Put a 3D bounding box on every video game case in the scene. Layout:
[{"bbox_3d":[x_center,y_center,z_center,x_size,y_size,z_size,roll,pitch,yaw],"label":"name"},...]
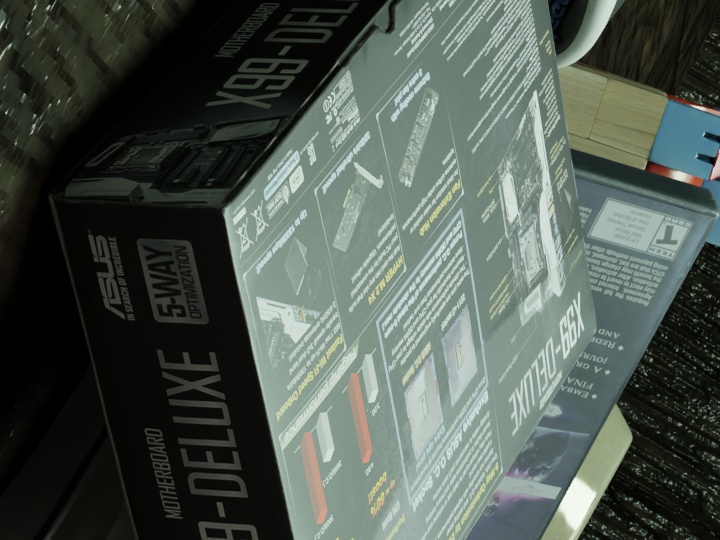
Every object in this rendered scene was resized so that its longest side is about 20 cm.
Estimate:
[{"bbox_3d":[0.022,0.036,1.076,0.019,0.142,0.201,-101,-149,-54],"label":"video game case"}]

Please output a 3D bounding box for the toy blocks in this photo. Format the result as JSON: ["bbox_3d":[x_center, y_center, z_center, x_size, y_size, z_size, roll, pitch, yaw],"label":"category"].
[{"bbox_3d":[0.112,-0.052,1.259,0.200,0.136,0.101,-48,156,-83],"label":"toy blocks"}]

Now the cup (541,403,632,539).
[{"bbox_3d":[0.024,0.075,1.212,0.201,0.143,0.200,-60,174,-10],"label":"cup"}]

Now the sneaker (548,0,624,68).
[{"bbox_3d":[0.109,-0.177,1.145,0.200,0.073,0.112,-56,-178,43],"label":"sneaker"}]

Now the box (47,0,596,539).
[{"bbox_3d":[0.000,0.000,0.802,0.200,0.049,0.159,-53,140,-49],"label":"box"}]

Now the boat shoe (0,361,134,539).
[{"bbox_3d":[-0.049,0.066,0.858,0.202,0.086,0.075,-57,173,-28],"label":"boat shoe"}]
